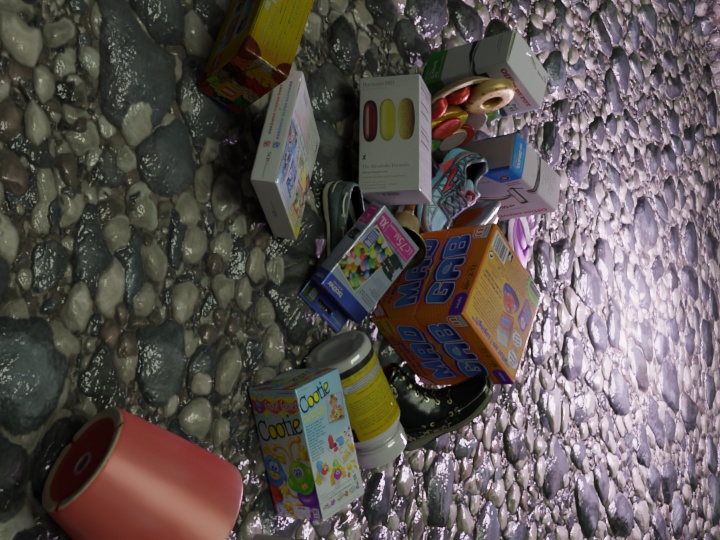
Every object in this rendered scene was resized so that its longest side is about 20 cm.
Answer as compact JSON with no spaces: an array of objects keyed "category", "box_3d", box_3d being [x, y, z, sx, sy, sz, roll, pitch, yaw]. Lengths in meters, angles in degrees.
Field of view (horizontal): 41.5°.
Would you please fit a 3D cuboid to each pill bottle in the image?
[{"category":"pill bottle","box_3d":[-0.002,0.211,1.539,0.114,0.113,0.202,-44,118,-44]}]

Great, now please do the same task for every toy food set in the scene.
[{"category":"toy food set","box_3d":[0.185,-0.290,1.783,0.198,0.198,0.049,-18,69,-24]}]

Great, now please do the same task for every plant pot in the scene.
[{"category":"plant pot","box_3d":[-0.273,0.275,1.153,0.177,0.199,0.202,43,53,-27]}]

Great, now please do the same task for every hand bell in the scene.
[{"category":"hand bell","box_3d":[0.089,-0.109,1.731,0.105,0.103,0.201,54,37,-31]}]

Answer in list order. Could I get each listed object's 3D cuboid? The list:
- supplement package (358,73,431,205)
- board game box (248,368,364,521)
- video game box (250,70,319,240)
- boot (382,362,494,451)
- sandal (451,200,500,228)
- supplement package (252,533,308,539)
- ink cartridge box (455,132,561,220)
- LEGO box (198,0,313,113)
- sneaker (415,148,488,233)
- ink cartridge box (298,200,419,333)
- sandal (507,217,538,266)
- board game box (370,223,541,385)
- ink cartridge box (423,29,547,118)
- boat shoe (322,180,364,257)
[{"category":"supplement package","box_3d":[0.061,-0.224,1.651,0.109,0.112,0.204,29,60,-73]},{"category":"board game box","box_3d":[-0.082,0.261,1.443,0.104,0.102,0.203,-20,101,-50]},{"category":"video game box","box_3d":[-0.110,-0.170,1.435,0.200,0.046,0.185,77,20,-67]},{"category":"boot","box_3d":[0.115,0.213,1.638,0.154,0.202,0.074,49,16,-29]},{"category":"sandal","box_3d":[0.214,-0.062,1.877,0.207,0.078,0.060,-50,124,-32]},{"category":"supplement package","box_3d":[-0.127,0.495,1.344,0.122,0.119,0.201,56,46,-28]},{"category":"ink cartridge box","box_3d":[0.299,-0.187,1.935,0.199,0.145,0.086,33,60,-43]},{"category":"LEGO box","box_3d":[-0.147,-0.355,1.397,0.077,0.148,0.203,29,63,-27]},{"category":"sneaker","box_3d":[0.176,-0.147,1.801,0.079,0.095,0.202,45,66,-45]},{"category":"ink cartridge box","box_3d":[0.000,0.000,1.567,0.201,0.042,0.119,-49,127,-9]},{"category":"sandal","box_3d":[0.361,-0.103,2.077,0.082,0.049,0.206,22,69,-47]},{"category":"board game box","box_3d":[0.176,0.066,1.710,0.201,0.198,0.201,51,49,-34]},{"category":"ink cartridge box","box_3d":[0.244,-0.370,1.848,0.146,0.198,0.084,40,55,-39]},{"category":"boat shoe","box_3d":[-0.015,-0.051,1.597,0.072,0.061,0.203,-17,100,-53]}]
